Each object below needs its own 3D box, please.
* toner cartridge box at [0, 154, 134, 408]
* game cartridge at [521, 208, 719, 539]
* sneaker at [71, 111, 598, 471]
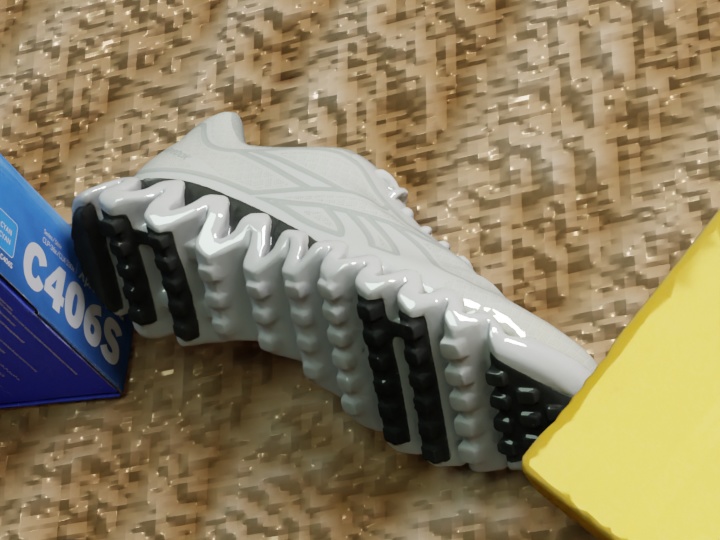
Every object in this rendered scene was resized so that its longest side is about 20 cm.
[{"bbox_3d":[-0.162,-0.016,0.791,0.094,0.200,0.043,-7,58,22],"label":"toner cartridge box"},{"bbox_3d":[0.173,0.033,0.688,0.176,0.032,0.200,37,85,27],"label":"game cartridge"},{"bbox_3d":[0.000,0.000,0.785,0.199,0.076,0.081,24,49,27],"label":"sneaker"}]
